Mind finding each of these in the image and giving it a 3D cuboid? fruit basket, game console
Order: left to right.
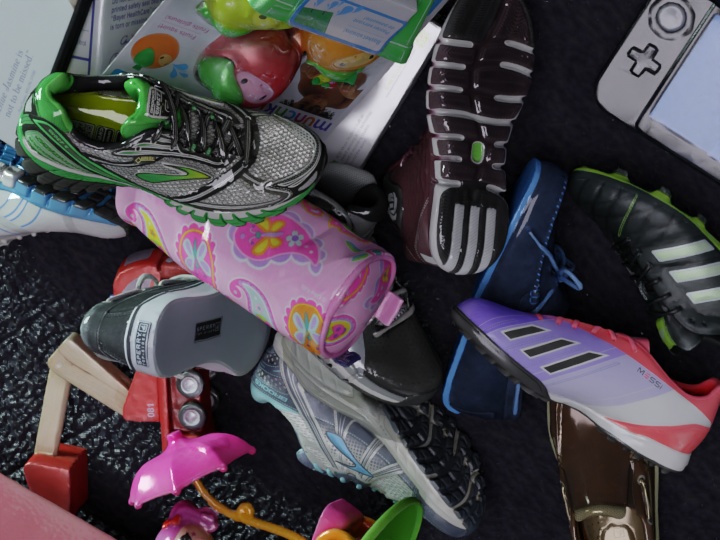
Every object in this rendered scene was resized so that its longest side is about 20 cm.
[{"bbox_3d":[-0.047,-0.151,1.614,0.185,0.094,0.200,17,125,-38],"label":"fruit basket"},{"bbox_3d":[0.271,-0.121,1.629,0.200,0.119,0.173,33,108,1],"label":"game console"}]

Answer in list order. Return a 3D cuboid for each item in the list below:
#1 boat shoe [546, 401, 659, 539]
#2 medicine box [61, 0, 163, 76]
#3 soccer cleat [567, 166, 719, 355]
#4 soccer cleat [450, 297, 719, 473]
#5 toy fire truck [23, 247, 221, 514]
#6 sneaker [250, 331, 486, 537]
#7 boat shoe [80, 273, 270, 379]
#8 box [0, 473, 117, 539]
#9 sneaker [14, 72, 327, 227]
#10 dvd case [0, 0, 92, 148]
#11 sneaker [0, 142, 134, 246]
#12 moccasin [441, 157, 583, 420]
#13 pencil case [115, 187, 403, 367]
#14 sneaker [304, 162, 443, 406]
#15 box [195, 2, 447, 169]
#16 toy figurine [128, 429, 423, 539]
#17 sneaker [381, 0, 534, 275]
[{"bbox_3d":[0.176,0.154,1.745,0.075,0.075,0.203,-12,103,14],"label":"boat shoe"},{"bbox_3d":[-0.223,-0.197,1.686,0.182,0.103,0.201,14,108,24],"label":"medicine box"},{"bbox_3d":[0.215,0.005,1.694,0.200,0.068,0.081,37,80,-2],"label":"soccer cleat"},{"bbox_3d":[0.153,0.061,1.678,0.200,0.068,0.073,31,99,-14],"label":"soccer cleat"},{"bbox_3d":[-0.175,0.081,1.805,0.141,0.049,0.201,1,105,11],"label":"toy fire truck"},{"bbox_3d":[0.005,0.120,1.779,0.200,0.078,0.086,46,121,3],"label":"sneaker"},{"bbox_3d":[-0.125,0.038,1.697,0.068,0.199,0.074,10,102,22],"label":"boat shoe"},{"bbox_3d":[-0.215,0.256,1.804,0.200,0.109,0.128,30,149,1],"label":"box"},{"bbox_3d":[-0.119,-0.080,1.582,0.199,0.085,0.078,6,68,-10],"label":"sneaker"},{"bbox_3d":[-0.272,-0.186,1.644,0.200,0.018,0.143,32,116,17],"label":"dvd case"},{"bbox_3d":[-0.254,-0.045,1.781,0.199,0.075,0.087,15,116,13],"label":"sneaker"},{"bbox_3d":[0.114,0.014,1.727,0.068,0.081,0.200,18,122,0],"label":"moccasin"},{"bbox_3d":[-0.068,-0.020,1.653,0.200,0.087,0.088,32,110,23],"label":"pencil case"},{"bbox_3d":[0.000,0.000,1.704,0.200,0.075,0.115,46,139,-2],"label":"sneaker"},{"bbox_3d":[-0.057,-0.164,1.723,0.200,0.036,0.145,32,109,-1],"label":"box"},{"bbox_3d":[-0.083,0.199,1.736,0.184,0.150,0.200,31,104,16],"label":"toy figurine"},{"bbox_3d":[0.054,-0.097,1.698,0.075,0.115,0.201,12,84,-27],"label":"sneaker"}]
